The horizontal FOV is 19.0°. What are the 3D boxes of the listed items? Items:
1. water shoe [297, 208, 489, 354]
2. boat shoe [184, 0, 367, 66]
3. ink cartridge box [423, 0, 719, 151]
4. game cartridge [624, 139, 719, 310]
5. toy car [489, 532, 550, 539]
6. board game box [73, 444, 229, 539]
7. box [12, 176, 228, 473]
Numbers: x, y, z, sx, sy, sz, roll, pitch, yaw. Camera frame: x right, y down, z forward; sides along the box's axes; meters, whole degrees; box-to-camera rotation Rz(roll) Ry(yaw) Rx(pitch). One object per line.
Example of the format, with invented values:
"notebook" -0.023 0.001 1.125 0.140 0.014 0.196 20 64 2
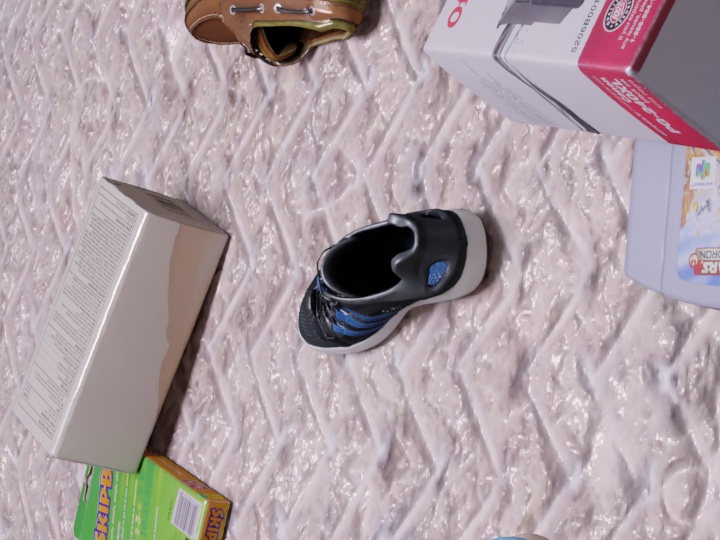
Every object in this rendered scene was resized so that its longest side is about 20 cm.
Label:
"water shoe" 0.000 0.000 1.383 0.200 0.078 0.072 -30 59 51
"boat shoe" -0.067 -0.181 1.529 0.199 0.071 0.069 -13 72 56
"ink cartridge box" 0.140 -0.154 1.155 0.199 0.083 0.146 16 76 58
"game cartridge" 0.210 -0.044 1.110 0.199 0.041 0.135 -1 79 57
"toy car" 0.122 0.254 1.117 0.199 0.184 0.178 28 81 14
"board game box" -0.164 0.190 1.647 0.199 0.030 0.097 24 103 54
"box" -0.185 0.042 1.638 0.095 0.077 0.202 36 107 54
